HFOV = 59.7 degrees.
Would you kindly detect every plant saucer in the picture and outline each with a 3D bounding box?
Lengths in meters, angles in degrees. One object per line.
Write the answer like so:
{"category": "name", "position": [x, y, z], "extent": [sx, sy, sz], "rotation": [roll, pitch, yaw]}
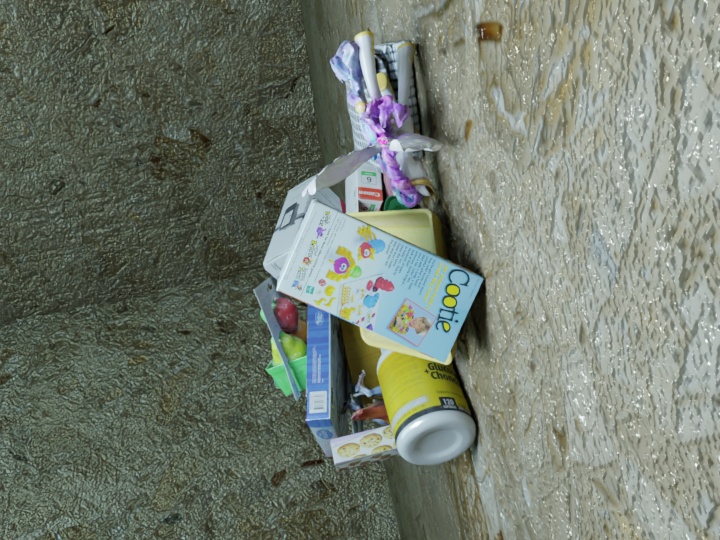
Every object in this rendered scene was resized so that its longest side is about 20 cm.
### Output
{"category": "plant saucer", "position": [0.061, 0.013, 0.867], "extent": [0.199, 0.048, 0.202], "rotation": [5, 107, 55]}

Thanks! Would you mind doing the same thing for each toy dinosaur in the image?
{"category": "toy dinosaur", "position": [0.063, 0.237, 0.999], "extent": [0.106, 0.180, 0.200], "rotation": [-63, 6, 21]}

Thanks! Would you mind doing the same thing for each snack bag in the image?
{"category": "snack bag", "position": [-0.010, 0.202, 1.207], "extent": [0.189, 0.021, 0.201], "rotation": [83, -174, -50]}

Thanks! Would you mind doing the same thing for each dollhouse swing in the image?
{"category": "dollhouse swing", "position": [0.038, 0.128, 1.170], "extent": [0.176, 0.180, 0.202], "rotation": [151, 108, -73]}

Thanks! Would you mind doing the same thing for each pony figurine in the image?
{"category": "pony figurine", "position": [0.027, -0.164, 0.727], "extent": [0.193, 0.166, 0.202], "rotation": [-17, -85, -56]}

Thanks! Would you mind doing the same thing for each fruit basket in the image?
{"category": "fruit basket", "position": [-0.135, 0.111, 1.116], "extent": [0.201, 0.093, 0.185], "rotation": [64, -171, -7]}

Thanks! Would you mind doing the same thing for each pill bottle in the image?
{"category": "pill bottle", "position": [0.086, 0.168, 0.907], "extent": [0.201, 0.111, 0.113], "rotation": [-106, 7, -48]}

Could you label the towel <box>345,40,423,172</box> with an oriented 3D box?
{"category": "towel", "position": [0.023, -0.238, 0.906], "extent": [0.200, 0.085, 0.167], "rotation": [-113, 13, -69]}

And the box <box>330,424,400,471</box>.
{"category": "box", "position": [0.054, 0.256, 0.946], "extent": [0.039, 0.198, 0.042], "rotation": [81, 176, -55]}

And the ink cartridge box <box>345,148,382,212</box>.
{"category": "ink cartridge box", "position": [0.006, -0.125, 1.169], "extent": [0.109, 0.050, 0.201], "rotation": [112, 159, -56]}

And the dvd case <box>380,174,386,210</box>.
{"category": "dvd case", "position": [0.002, -0.120, 1.292], "extent": [0.149, 0.016, 0.201], "rotation": [-104, 33, -50]}

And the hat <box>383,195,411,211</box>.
{"category": "hat", "position": [0.000, 0.000, 0.974], "extent": [0.201, 0.175, 0.166], "rotation": [86, 159, -50]}

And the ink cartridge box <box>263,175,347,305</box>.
{"category": "ink cartridge box", "position": [-0.085, -0.053, 1.179], "extent": [0.145, 0.083, 0.201], "rotation": [42, -139, -30]}

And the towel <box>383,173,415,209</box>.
{"category": "towel", "position": [0.070, -0.081, 1.076], "extent": [0.201, 0.023, 0.145], "rotation": [-107, 7, -53]}

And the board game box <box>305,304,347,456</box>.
{"category": "board game box", "position": [-0.054, 0.185, 1.053], "extent": [0.199, 0.043, 0.201], "rotation": [76, -169, -57]}

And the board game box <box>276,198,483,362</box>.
{"category": "board game box", "position": [0.017, 0.008, 0.707], "extent": [0.103, 0.199, 0.106], "rotation": [-134, 69, -81]}
